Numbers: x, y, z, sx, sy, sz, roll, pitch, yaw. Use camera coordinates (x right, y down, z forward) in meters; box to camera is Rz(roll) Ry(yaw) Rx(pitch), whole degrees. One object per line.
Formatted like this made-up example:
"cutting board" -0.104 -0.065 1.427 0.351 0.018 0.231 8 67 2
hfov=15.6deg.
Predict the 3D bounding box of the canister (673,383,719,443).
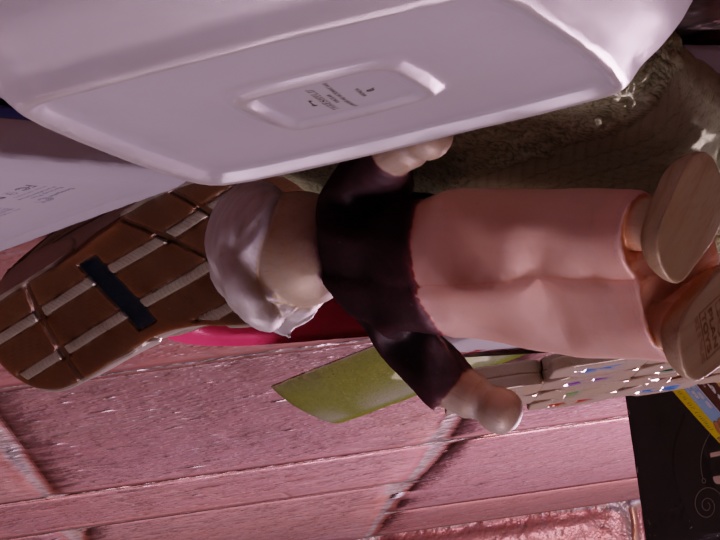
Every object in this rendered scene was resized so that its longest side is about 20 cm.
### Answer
"canister" 0.222 0.042 1.332 0.087 0.149 0.200 -42 179 -10

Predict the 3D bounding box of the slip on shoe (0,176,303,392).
"slip on shoe" -0.071 -0.008 1.061 0.200 0.076 0.061 -27 -160 39

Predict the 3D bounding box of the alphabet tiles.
"alphabet tiles" 0.134 0.037 1.122 0.199 0.015 0.196 -9 172 0

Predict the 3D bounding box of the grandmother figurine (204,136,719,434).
"grandmother figurine" 0.029 -0.001 0.874 0.199 0.122 0.060 6 -156 37

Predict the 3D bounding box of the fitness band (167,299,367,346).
"fitness band" 0.000 0.000 1.235 0.199 0.038 0.144 -5 167 -25

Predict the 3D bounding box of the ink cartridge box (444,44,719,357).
"ink cartridge box" 0.125 -0.024 1.047 0.146 0.086 0.200 -2 168 -33

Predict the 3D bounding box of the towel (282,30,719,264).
"towel" 0.060 -0.034 0.893 0.148 0.037 0.200 33 152 -25

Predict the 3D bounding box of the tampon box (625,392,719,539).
"tampon box" 0.279 0.096 1.666 0.126 0.151 0.199 -16 168 42

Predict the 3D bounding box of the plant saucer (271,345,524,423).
"plant saucer" 0.054 0.035 1.287 0.199 0.031 0.200 -20 177 -1

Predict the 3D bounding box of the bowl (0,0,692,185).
"bowl" -0.011 -0.078 0.663 0.199 0.075 0.200 -12 168 17

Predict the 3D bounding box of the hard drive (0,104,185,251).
"hard drive" -0.175 -0.032 0.918 0.132 0.026 0.199 -17 167 40
